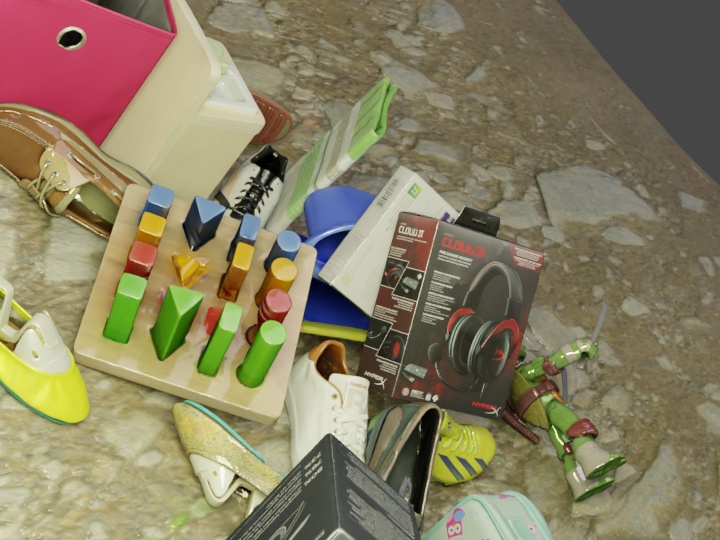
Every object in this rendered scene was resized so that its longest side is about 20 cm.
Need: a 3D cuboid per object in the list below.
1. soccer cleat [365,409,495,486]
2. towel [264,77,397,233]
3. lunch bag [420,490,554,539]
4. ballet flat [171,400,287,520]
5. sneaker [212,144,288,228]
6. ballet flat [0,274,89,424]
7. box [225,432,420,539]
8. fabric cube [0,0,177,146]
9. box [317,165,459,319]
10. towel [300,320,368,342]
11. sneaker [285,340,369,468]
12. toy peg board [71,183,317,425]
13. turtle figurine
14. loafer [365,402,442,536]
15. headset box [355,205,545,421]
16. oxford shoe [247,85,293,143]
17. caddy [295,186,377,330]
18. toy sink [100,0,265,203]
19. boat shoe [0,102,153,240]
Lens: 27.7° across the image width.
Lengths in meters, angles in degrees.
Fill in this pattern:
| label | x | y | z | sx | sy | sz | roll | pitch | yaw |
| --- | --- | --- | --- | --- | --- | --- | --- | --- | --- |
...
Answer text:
| label | x | y | z | sx | sy | sz | roll | pitch | yaw |
| --- | --- | --- | --- | --- | --- | --- | --- | --- | --- |
| soccer cleat | 0.081 | 0.175 | 1.495 | 0.199 | 0.084 | 0.065 | 7 | 45 | -44 |
| towel | -0.035 | -0.116 | 1.622 | 0.031 | 0.200 | 0.150 | 39 | 30 | -17 |
| lunch bag | 0.129 | 0.308 | 1.304 | 0.077 | 0.161 | 0.201 | 6 | 44 | -44 |
| ballet flat | -0.098 | 0.195 | 1.294 | 0.199 | 0.071 | 0.071 | 37 | 30 | -4 |
| sneaker | -0.129 | -0.071 | 1.575 | 0.073 | 0.080 | 0.201 | 34 | 32 | -13 |
| ballet flat | -0.300 | 0.048 | 1.238 | 0.200 | 0.067 | 0.067 | 42 | 29 | 0 |
| box | -0.033 | 0.243 | 1.149 | 0.104 | 0.148 | 0.200 | 42 | 10 | -13 |
| fabric cube | -0.328 | -0.254 | 1.464 | 0.195 | 0.200 | 0.201 | 18 | 37 | -35 |
| box | 0.066 | 0.004 | 1.533 | 0.200 | 0.145 | 0.036 | 40 | -3 | -34 |
| towel | -0.059 | 0.061 | 1.482 | 0.198 | 0.018 | 0.086 | 9 | 2 | -35 |
| sneaker | -0.023 | 0.152 | 1.407 | 0.072 | 0.085 | 0.201 | 17 | 39 | -38 |
| toy peg board | -0.139 | 0.009 | 1.346 | 0.198 | 0.098 | 0.201 | 19 | 53 | -10 |
| turtle figurine | 0.252 | 0.148 | 1.670 | 0.199 | 0.144 | 0.195 | 1 | 52 | -43 |
| loafer | 0.031 | 0.211 | 1.347 | 0.071 | 0.063 | 0.202 | 30 | 56 | -28 |
| headset box | 0.094 | 0.037 | 1.478 | 0.147 | 0.202 | 0.075 | 16 | 0 | -34 |
| oxford shoe | -0.167 | -0.210 | 1.718 | 0.199 | 0.071 | 0.074 | 20 | 34 | -33 |
| caddy | 0.000 | 0.000 | 1.573 | 0.199 | 0.142 | 0.105 | 18 | 32 | -34 |
| toy sink | -0.184 | -0.172 | 1.522 | 0.111 | 0.200 | 0.131 | 4 | 45 | -45 |
| boat shoe | -0.288 | -0.092 | 1.426 | 0.199 | 0.076 | 0.074 | 28 | 36 | -20 |
